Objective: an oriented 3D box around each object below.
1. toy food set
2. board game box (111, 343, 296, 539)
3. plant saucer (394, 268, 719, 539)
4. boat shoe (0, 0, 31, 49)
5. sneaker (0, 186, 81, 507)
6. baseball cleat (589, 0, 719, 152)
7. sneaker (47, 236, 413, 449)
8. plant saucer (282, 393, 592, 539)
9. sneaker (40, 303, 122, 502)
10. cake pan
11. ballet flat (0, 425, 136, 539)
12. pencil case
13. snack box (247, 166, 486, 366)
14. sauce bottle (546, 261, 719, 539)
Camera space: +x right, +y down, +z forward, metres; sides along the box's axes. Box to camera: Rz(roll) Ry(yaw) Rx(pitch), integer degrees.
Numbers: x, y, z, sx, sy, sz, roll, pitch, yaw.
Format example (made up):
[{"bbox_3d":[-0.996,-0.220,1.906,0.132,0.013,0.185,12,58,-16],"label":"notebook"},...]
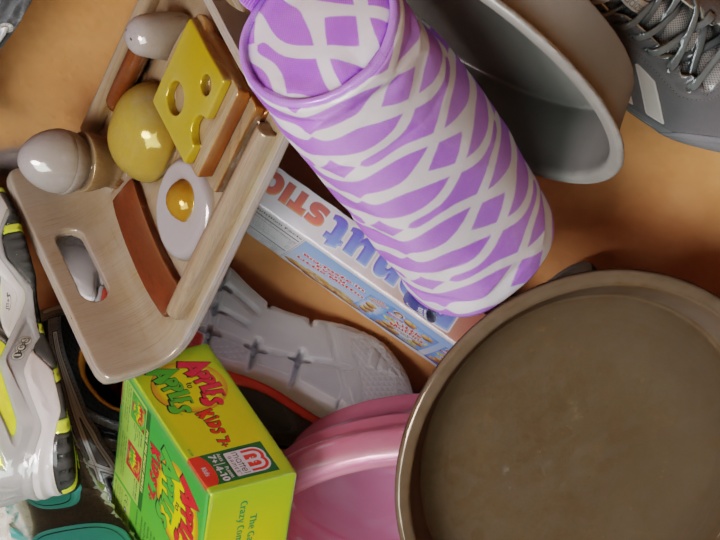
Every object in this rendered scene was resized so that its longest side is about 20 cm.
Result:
[{"bbox_3d":[-0.106,-0.067,1.374,0.060,0.144,0.200,-1,136,-33],"label":"toy food set"},{"bbox_3d":[-0.084,0.148,1.447,0.047,0.102,0.201,-13,132,-26],"label":"board game box"},{"bbox_3d":[0.109,0.092,1.376,0.199,0.029,0.201,-5,109,-14],"label":"plant saucer"},{"bbox_3d":[-0.211,-0.090,1.442,0.068,0.074,0.200,17,135,-17],"label":"boat shoe"},{"bbox_3d":[-0.194,0.030,1.442,0.076,0.200,0.076,-14,138,-8],"label":"sneaker"},{"bbox_3d":[0.119,-0.114,1.293,0.200,0.106,0.070,33,93,-6],"label":"baseball cleat"},{"bbox_3d":[-0.076,0.050,1.489,0.199,0.077,0.082,28,133,-1],"label":"sneaker"},{"bbox_3d":[0.038,0.119,1.472,0.200,0.051,0.201,1,148,1],"label":"plant saucer"},{"bbox_3d":[-0.119,0.100,1.535,0.077,0.078,0.200,-30,109,26],"label":"sneaker"},{"bbox_3d":[0.040,-0.111,1.301,0.200,0.037,0.200,32,166,9],"label":"cake pan"},{"bbox_3d":[-0.150,0.138,1.444,0.071,0.200,0.072,-15,140,-13],"label":"ballet flat"},{"bbox_3d":[0.018,-0.058,1.296,0.084,0.086,0.200,-39,141,-2],"label":"pencil case"},{"bbox_3d":[0.000,0.000,1.435,0.200,0.024,0.072,35,167,-7],"label":"snack box"},{"bbox_3d":[0.157,0.081,1.439,0.066,0.066,0.200,-28,108,31],"label":"sauce bottle"}]
